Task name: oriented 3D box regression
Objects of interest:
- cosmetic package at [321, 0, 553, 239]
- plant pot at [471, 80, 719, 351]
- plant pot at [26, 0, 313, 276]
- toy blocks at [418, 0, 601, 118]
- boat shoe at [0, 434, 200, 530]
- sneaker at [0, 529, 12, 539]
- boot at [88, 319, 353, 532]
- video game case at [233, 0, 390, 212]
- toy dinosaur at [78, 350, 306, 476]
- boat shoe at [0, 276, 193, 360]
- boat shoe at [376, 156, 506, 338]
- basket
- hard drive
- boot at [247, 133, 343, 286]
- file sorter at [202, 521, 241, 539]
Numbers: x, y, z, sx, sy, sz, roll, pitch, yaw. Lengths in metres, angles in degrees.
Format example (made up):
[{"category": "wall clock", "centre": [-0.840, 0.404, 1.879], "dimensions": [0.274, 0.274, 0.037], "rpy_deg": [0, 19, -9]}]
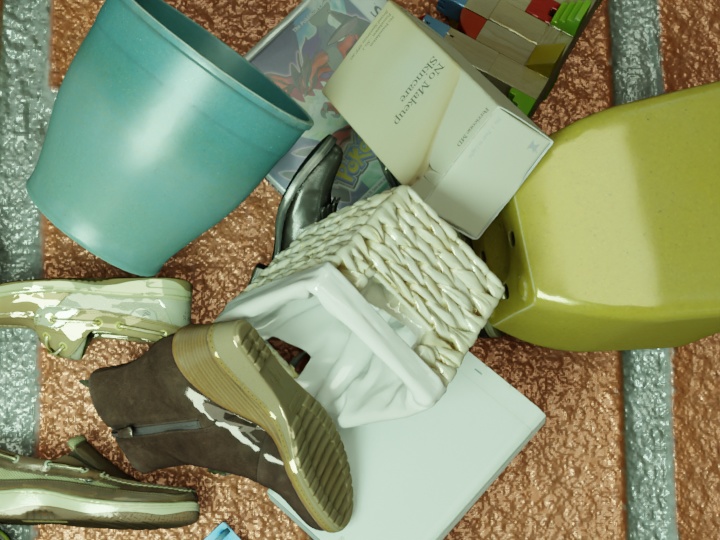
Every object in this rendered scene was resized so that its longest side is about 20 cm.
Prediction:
[{"category": "cosmetic package", "centre": [0.058, -0.127, 1.195], "dimensions": [0.073, 0.200, 0.104], "rpy_deg": [28, 106, -39]}, {"category": "plant pot", "centre": [0.203, -0.030, 1.229], "dimensions": [0.198, 0.195, 0.196], "rpy_deg": [-8, 80, -17]}, {"category": "plant pot", "centre": [-0.173, -0.106, 1.209], "dimensions": [0.200, 0.200, 0.188], "rpy_deg": [37, 98, 1]}, {"category": "toy blocks", "centre": [0.130, -0.230, 1.331], "dimensions": [0.136, 0.100, 0.201], "rpy_deg": [29, 66, 8]}, {"category": "boat shoe", "centre": [-0.233, 0.173, 1.211], "dimensions": [0.201, 0.075, 0.075], "rpy_deg": [4, 74, -6]}, {"category": "sneaker", "centre": [-0.289, 0.300, 1.174], "dimensions": [0.071, 0.083, 0.201], "rpy_deg": [-23, 83, -10]}, {"category": "boot", "centre": [-0.110, 0.137, 1.165], "dimensions": [0.201, 0.166, 0.072], "rpy_deg": [60, 34, -12]}, {"category": "video game case", "centre": [-0.018, -0.153, 1.326], "dimensions": [0.182, 0.023, 0.200], "rpy_deg": [45, 78, 2]}, {"category": "toy dinosaur", "centre": [-0.137, 0.111, 1.246], "dimensions": [0.198, 0.077, 0.103], "rpy_deg": [11, 63, 4]}, {"category": "boat shoe", "centre": [-0.241, 0.042, 1.234], "dimensions": [0.198, 0.074, 0.067], "rpy_deg": [-3, 82, -3]}, {"category": "boat shoe", "centre": [0.074, -0.030, 1.295], "dimensions": [0.066, 0.072, 0.202], "rpy_deg": [-19, 98, 27]}, {"category": "basket", "centre": [-0.002, 0.030, 1.132], "dimensions": [0.136, 0.200, 0.124], "rpy_deg": [45, 63, -13]}, {"category": "hard drive", "centre": [0.038, 0.153, 1.195], "dimensions": [0.132, 0.026, 0.200], "rpy_deg": [38, 73, 21]}, {"category": "boot", "centre": [0.000, 0.000, 1.267], "dimensions": [0.173, 0.069, 0.201], "rpy_deg": [22, 103, -3]}, {"category": "file sorter", "centre": [-0.094, 0.324, 1.175], "dimensions": [0.139, 0.123, 0.200], "rpy_deg": [-42, 87, -12]}]
